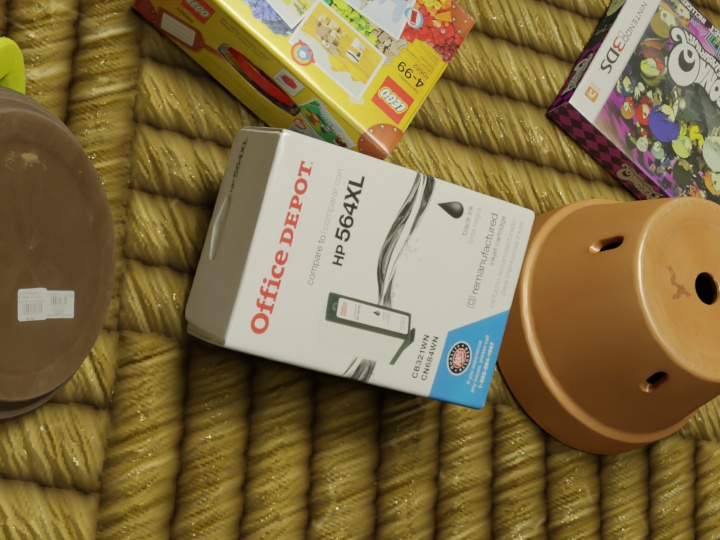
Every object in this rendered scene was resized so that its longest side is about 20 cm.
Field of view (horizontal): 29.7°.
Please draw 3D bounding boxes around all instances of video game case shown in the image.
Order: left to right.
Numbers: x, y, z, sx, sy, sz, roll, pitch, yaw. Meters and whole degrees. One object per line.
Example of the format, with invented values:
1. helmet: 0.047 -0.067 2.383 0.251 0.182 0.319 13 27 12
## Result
1. video game case: 0.274 -0.138 1.171 0.200 0.036 0.182 41 61 -14

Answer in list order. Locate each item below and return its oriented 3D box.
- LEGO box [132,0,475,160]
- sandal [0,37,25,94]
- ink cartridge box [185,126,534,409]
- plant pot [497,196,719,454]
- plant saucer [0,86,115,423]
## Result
1. LEGO box: -0.037 -0.186 0.980 0.200 0.077 0.149 40 59 -14
2. sandal: -0.278 -0.067 0.797 0.087 0.080 0.200 14 47 13
3. ink cartridge box: 0.000 0.000 0.919 0.199 0.084 0.147 15 90 -26
4. plant pot: 0.218 0.030 1.027 0.199 0.140 0.201 9 71 -28
5. plant saucer: -0.207 -0.009 0.797 0.200 0.029 0.201 -1 91 -62
